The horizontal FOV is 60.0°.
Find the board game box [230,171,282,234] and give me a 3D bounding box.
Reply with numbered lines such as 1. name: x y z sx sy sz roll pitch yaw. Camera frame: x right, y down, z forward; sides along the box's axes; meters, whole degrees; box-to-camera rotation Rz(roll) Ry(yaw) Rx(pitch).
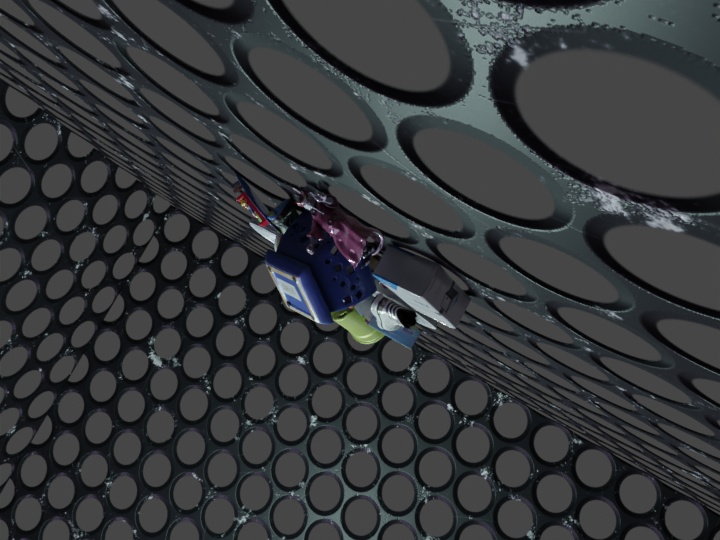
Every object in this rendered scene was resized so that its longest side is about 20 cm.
1. board game box: -0.276 -0.161 1.607 0.158 0.039 0.201 51 -177 -44

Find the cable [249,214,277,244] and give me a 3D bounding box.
1. cable: -0.263 -0.123 1.998 0.198 0.070 0.200 29 173 7

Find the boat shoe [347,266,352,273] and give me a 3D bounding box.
1. boat shoe: -0.003 0.001 1.718 0.072 0.069 0.200 40 144 0

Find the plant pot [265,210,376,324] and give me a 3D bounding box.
1. plant pot: -0.105 0.000 1.503 0.198 0.179 0.202 21 144 46

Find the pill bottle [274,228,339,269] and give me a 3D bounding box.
1. pill bottle: -0.141 -0.056 1.784 0.198 0.117 0.116 26 172 30

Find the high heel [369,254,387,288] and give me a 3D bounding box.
1. high heel: 0.057 -0.014 1.575 0.095 0.069 0.199 -5 151 39

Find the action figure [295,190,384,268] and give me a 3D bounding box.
1. action figure: -0.045 -0.104 1.287 0.199 0.135 0.149 41 -143 8

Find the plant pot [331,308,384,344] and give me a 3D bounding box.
1. plant pot: -0.015 0.131 2.140 0.199 0.203 0.183 23 176 42

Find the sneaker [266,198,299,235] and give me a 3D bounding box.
1. sneaker: -0.179 -0.125 1.583 0.083 0.070 0.200 54 -178 8

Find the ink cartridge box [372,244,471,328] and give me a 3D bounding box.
1. ink cartridge box: 0.141 0.038 1.403 0.145 0.087 0.200 25 172 38

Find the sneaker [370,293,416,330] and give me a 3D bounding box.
1. sneaker: 0.103 0.139 1.708 0.114 0.076 0.201 28 169 26

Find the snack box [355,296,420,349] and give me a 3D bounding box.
1. snack box: 0.075 0.143 1.919 0.167 0.068 0.200 31 -175 -22

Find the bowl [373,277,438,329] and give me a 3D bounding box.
1. bowl: 0.126 0.077 1.783 0.199 0.075 0.199 36 172 -38
